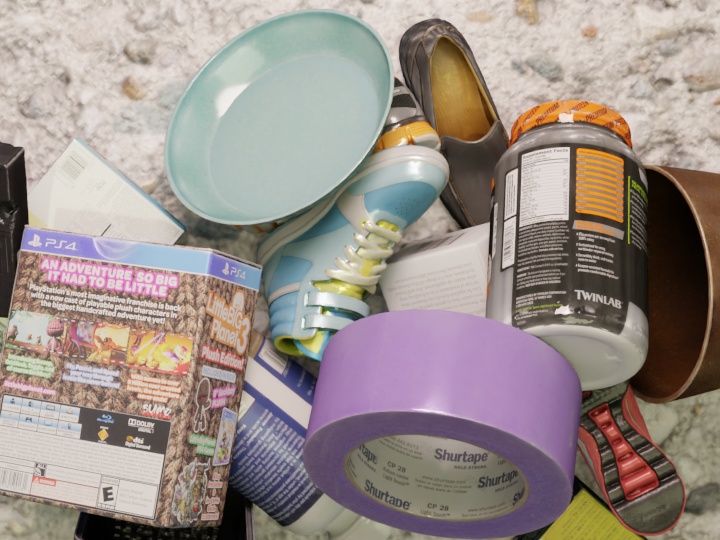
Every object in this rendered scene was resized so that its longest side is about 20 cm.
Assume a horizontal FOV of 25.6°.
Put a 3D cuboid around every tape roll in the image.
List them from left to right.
[{"bbox_3d":[0.061,0.118,1.172,0.199,0.200,0.085,17,57,-7],"label":"tape roll"}]

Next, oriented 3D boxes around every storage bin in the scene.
[{"bbox_3d":[-0.155,0.232,1.243,0.134,0.200,0.094,6,97,-6],"label":"storage bin"}]

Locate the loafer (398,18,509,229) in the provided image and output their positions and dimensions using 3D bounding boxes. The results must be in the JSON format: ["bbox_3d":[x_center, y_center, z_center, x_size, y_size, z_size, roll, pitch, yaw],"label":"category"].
[{"bbox_3d":[0.085,-0.104,1.279,0.072,0.072,0.201,-26,101,-2],"label":"loafer"}]

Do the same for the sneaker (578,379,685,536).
[{"bbox_3d":[0.188,0.118,1.267,0.073,0.087,0.201,-22,84,-4],"label":"sneaker"}]

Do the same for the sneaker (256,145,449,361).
[{"bbox_3d":[0.000,0.000,1.224,0.079,0.131,0.200,22,136,-34],"label":"sneaker"}]

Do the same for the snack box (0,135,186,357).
[{"bbox_3d":[-0.248,0.005,1.284,0.116,0.037,0.200,40,93,-8],"label":"snack box"}]

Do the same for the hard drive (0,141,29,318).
[{"bbox_3d":[-0.350,-0.046,1.218,0.199,0.038,0.140,10,123,11],"label":"hard drive"}]

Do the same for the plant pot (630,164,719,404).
[{"bbox_3d":[0.316,0.005,1.278,0.199,0.187,0.188,-4,99,-20],"label":"plant pot"}]

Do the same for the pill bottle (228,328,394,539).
[{"bbox_3d":[-0.056,0.142,1.285,0.200,0.111,0.111,39,93,-9],"label":"pill bottle"}]

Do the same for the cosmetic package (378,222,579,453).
[{"bbox_3d":[0.099,0.069,1.287,0.101,0.071,0.201,-13,102,34],"label":"cosmetic package"}]

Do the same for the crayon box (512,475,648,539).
[{"bbox_3d":[0.216,0.288,1.360,0.200,0.051,0.127,42,93,-9],"label":"crayon box"}]

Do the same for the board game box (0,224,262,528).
[{"bbox_3d":[-0.177,0.079,1.184,0.158,0.097,0.201,8,85,20],"label":"board game box"}]

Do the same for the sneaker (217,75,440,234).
[{"bbox_3d":[-0.036,-0.091,1.277,0.199,0.078,0.078,-21,68,7],"label":"sneaker"}]

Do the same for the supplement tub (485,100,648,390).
[{"bbox_3d":[0.158,-0.020,1.205,0.122,0.123,0.201,9,61,-6],"label":"supplement tub"}]

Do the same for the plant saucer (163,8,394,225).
[{"bbox_3d":[-0.058,-0.113,1.232,0.200,0.200,0.036,-39,140,2],"label":"plant saucer"}]
